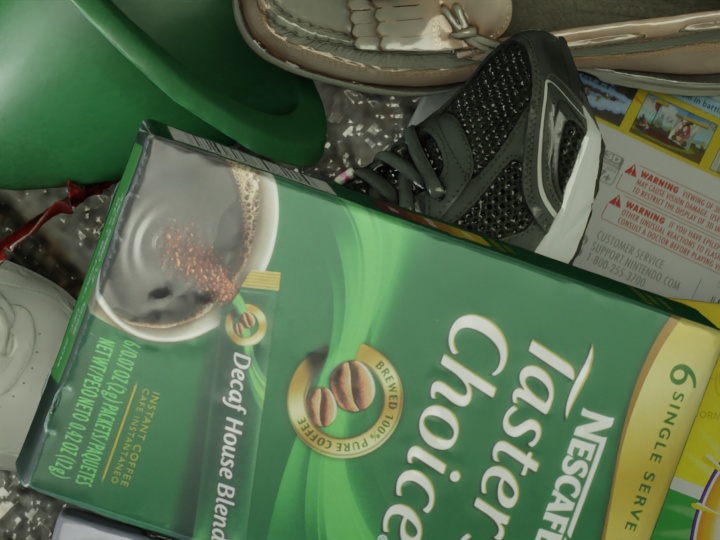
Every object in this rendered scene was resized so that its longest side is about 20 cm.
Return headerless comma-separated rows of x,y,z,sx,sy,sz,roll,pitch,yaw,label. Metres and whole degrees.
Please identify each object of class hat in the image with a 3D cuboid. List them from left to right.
-0.132,-0.041,1.029,0.176,0.200,0.166,-45,76,15,hat

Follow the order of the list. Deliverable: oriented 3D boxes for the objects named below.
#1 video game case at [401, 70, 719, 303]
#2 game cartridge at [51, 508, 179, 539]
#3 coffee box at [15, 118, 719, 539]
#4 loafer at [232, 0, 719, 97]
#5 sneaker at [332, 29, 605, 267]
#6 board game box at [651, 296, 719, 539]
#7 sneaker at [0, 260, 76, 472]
0.128,-0.051,1.081,0.200,0.023,0.182,25,74,7,video game case
-0.020,0.167,0.973,0.200,0.038,0.130,16,87,1,game cartridge
0.005,0.040,0.948,0.200,0.044,0.123,20,94,-12,coffee box
0.058,-0.101,1.031,0.200,0.063,0.072,2,73,-14,loafer
0.000,0.000,1.002,0.086,0.080,0.200,23,113,-33,sneaker
0.136,0.088,0.995,0.200,0.040,0.153,6,87,19,board game box
-0.168,0.011,1.038,0.200,0.099,0.078,32,87,-5,sneaker
